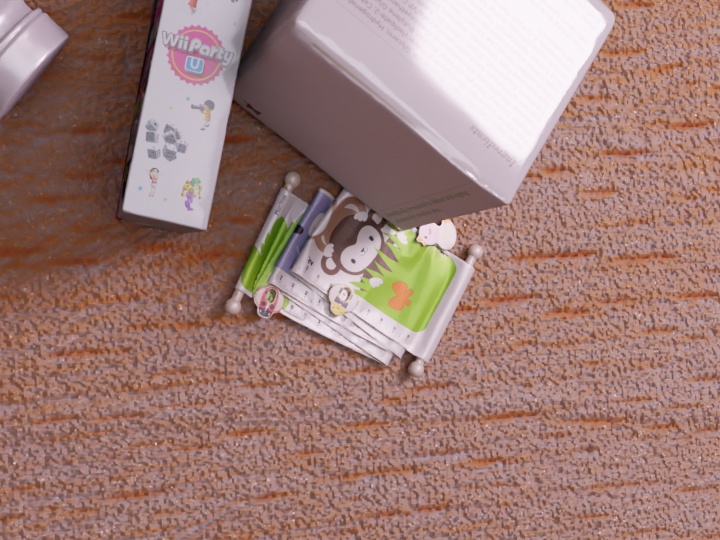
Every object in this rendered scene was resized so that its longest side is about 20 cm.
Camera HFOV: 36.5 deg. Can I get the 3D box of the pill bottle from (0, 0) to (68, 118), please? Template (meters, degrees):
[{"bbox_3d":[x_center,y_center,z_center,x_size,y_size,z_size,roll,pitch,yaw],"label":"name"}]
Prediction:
[{"bbox_3d":[-0.304,-0.202,0.754,0.200,0.112,0.113,41,79,-15],"label":"pill bottle"}]

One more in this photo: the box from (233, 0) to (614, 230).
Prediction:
[{"bbox_3d":[0.037,-0.161,0.817,0.199,0.199,0.172,37,75,-15],"label":"box"}]

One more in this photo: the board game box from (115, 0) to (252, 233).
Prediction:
[{"bbox_3d":[-0.129,-0.132,0.796,0.063,0.147,0.203,12,88,-15],"label":"board game box"}]

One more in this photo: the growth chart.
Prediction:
[{"bbox_3d":[0.000,0.000,0.910,0.198,0.018,0.147,22,84,-18],"label":"growth chart"}]
